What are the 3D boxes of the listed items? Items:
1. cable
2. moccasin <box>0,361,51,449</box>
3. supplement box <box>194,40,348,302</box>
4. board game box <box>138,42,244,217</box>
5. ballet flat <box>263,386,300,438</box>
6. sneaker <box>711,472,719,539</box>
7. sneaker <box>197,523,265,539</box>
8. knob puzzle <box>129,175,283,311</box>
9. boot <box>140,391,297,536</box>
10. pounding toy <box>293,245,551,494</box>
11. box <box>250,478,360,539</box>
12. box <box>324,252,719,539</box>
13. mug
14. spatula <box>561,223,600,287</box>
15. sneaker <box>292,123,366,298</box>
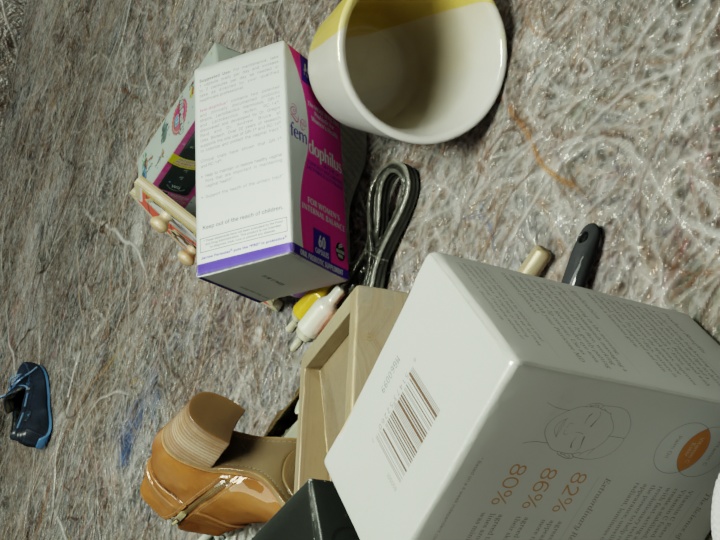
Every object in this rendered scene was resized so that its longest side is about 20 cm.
[{"bbox_3d":[0.000,0.000,1.044,0.097,0.050,0.200,44,116,44],"label":"cable"},{"bbox_3d":[-0.549,0.209,1.904,0.081,0.068,0.200,-66,30,18],"label":"moccasin"},{"bbox_3d":[-0.081,-0.086,1.045,0.103,0.101,0.201,-14,70,26],"label":"supplement box"},{"bbox_3d":[-0.130,-0.133,1.233,0.200,0.147,0.064,-47,38,42],"label":"board game box"},{"bbox_3d":[-0.042,0.129,1.030,0.072,0.068,0.200,-41,-5,-48],"label":"ballet flat"},{"bbox_3d":[0.241,0.067,0.571,0.114,0.075,0.201,6,88,60],"label":"sneaker"},{"bbox_3d":[-0.108,0.257,1.101,0.200,0.071,0.073,-50,38,39],"label":"sneaker"},{"bbox_3d":[-0.167,-0.015,1.217,0.030,0.220,0.220,-52,27,-11],"label":"knob puzzle"},{"bbox_3d":[-0.099,0.205,1.015,0.155,0.200,0.077,-54,6,43],"label":"boot"},{"bbox_3d":[0.043,0.096,0.870,0.184,0.142,0.200,127,149,-60],"label":"pounding toy"},{"bbox_3d":[0.028,0.229,0.739,0.149,0.200,0.125,-49,40,38],"label":"box"},{"bbox_3d":[0.108,0.096,0.658,0.152,0.200,0.106,-63,33,22],"label":"box"},{"bbox_3d":[0.031,-0.197,0.999,0.153,0.149,0.187,9,80,70],"label":"mug"},{"bbox_3d":[0.136,0.063,0.808,0.056,0.021,0.200,12,88,63],"label":"spatula"},{"bbox_3d":[-0.056,-0.072,1.158,0.114,0.073,0.201,-9,70,62],"label":"sneaker"}]
